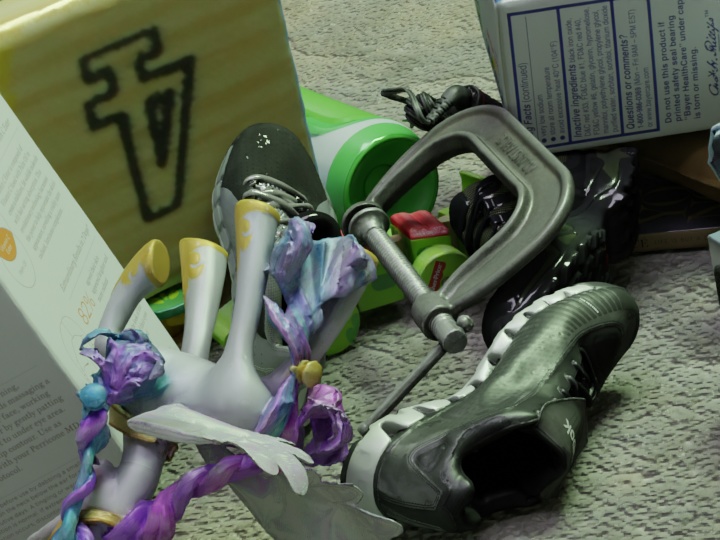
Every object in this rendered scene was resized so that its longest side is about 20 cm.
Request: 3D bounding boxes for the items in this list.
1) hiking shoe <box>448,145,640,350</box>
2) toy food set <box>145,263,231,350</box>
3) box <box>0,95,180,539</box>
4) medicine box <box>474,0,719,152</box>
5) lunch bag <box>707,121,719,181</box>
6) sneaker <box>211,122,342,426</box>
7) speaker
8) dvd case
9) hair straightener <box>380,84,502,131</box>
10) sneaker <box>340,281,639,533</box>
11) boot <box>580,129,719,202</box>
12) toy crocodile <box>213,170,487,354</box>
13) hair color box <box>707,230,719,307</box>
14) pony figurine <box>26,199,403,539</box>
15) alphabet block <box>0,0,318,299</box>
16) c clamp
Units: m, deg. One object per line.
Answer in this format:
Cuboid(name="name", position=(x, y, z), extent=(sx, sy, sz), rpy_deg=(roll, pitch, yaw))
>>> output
Cuboid(name="hiking shoe", position=(0.093, -0.008, 1.346), extent=(0.100, 0.076, 0.200), rpy_deg=(6, 31, 22))
Cuboid(name="toy food set", position=(-0.170, 0.020, 1.465), extent=(0.197, 0.049, 0.200), rpy_deg=(-14, 24, -3))
Cuboid(name="box", position=(-0.200, 0.025, 1.262), extent=(0.106, 0.200, 0.152), rpy_deg=(-28, 20, 16))
Cuboid(name="medicine box", position=(0.174, -0.165, 1.432), extent=(0.199, 0.103, 0.182), rpy_deg=(-8, 28, 0))
Cuboid(name="lunch bag", position=(0.309, -0.066, 1.274), extent=(0.169, 0.128, 0.200), rpy_deg=(-28, 45, -31))
Cuboid(name="sneaker", position=(-0.035, -0.019, 1.311), extent=(0.075, 0.116, 0.201), rpy_deg=(5, 58, -15))
Cuboid(name="speaker", position=(-0.032, -0.076, 1.556), extent=(0.088, 0.089, 0.200), rpy_deg=(-25, 27, -24))
Cuboid(name="dvd case", position=(0.220, -0.054, 1.465), extent=(0.199, 0.016, 0.149), rpy_deg=(-5, 26, 17))
Cuboid(name="hair straightener", position=(0.060, -0.089, 1.484), extent=(0.077, 0.041, 0.200), rpy_deg=(-2, -3, 21))
Cuboid(name="sneaker", position=(0.088, 0.076, 1.204), extent=(0.200, 0.067, 0.090), rpy_deg=(-34, 34, -30))
Cuboid(name="boot", position=(0.233, -0.095, 1.460), extent=(0.175, 0.066, 0.200), rpy_deg=(-35, 33, -28))
Cuboid(name="toy crocodile", position=(0.000, 0.000, 1.406), extent=(0.199, 0.062, 0.068), rpy_deg=(-21, 26, -14))
Cuboid(name="hair color box", position=(0.249, 0.047, 1.138), extent=(0.060, 0.099, 0.200), rpy_deg=(-21, 26, -15))
Cuboid(name="pony figurine", position=(-0.063, 0.069, 1.140), extent=(0.192, 0.167, 0.201), rpy_deg=(3, 62, 35))
Cuboid(name="alphabet block", position=(-0.168, -0.102, 1.433), extent=(0.199, 0.197, 0.195), rpy_deg=(-27, 27, -28))
Cuboid(name="c clamp", position=(0.039, -0.017, 1.315), extent=(0.171, 0.027, 0.200), rpy_deg=(-40, 29, 9))
